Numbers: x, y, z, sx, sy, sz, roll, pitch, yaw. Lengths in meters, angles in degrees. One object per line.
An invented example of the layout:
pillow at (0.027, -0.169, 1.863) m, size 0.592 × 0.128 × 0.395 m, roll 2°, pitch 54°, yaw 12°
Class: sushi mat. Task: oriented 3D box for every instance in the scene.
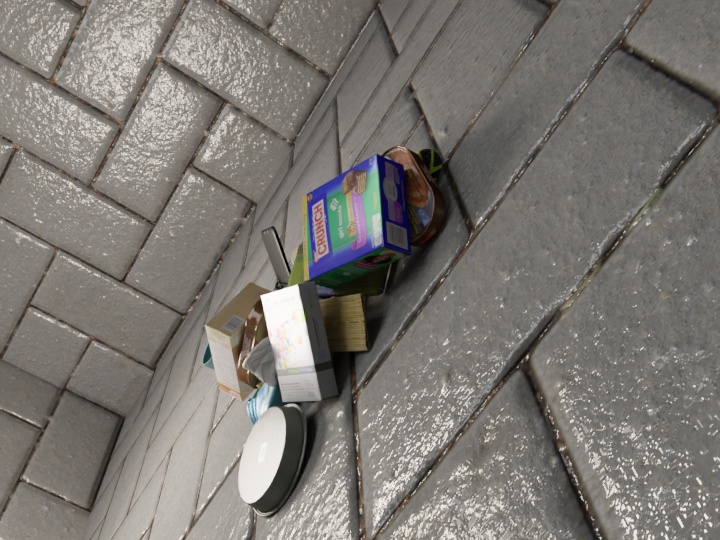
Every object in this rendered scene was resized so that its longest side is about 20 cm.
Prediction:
sushi mat at (-0.045, 0.097, 1.446) m, size 0.199 × 0.012 × 0.098 m, roll -11°, pitch 83°, yaw 56°

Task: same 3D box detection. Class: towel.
towel at (-0.036, -0.003, 1.514) m, size 0.196 × 0.023 × 0.145 m, roll -5°, pitch 47°, yaw 19°

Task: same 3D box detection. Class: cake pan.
cake pan at (-0.160, 0.330, 1.443) m, size 0.200 × 0.036 × 0.203 m, roll -43°, pitch 34°, yaw 39°

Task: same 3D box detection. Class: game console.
game console at (-0.123, -0.010, 1.677) m, size 0.200 × 0.173 × 0.119 m, roll -178°, pitch 101°, yaw -77°

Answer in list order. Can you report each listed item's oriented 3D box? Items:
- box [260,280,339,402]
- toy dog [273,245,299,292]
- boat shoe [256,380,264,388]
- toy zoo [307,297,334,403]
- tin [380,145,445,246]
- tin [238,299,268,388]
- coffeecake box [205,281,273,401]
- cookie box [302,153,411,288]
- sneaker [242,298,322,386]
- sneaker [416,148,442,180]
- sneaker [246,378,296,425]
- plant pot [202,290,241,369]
box at (-0.110, 0.130, 1.449) m, size 0.155 × 0.041 × 0.204 m, roll -15°, pitch 85°, yaw 57°
toy dog at (-0.145, 0.035, 1.854) m, size 0.095 × 0.132 × 0.201 m, roll 4°, pitch 54°, yaw 48°
boat shoe at (-0.146, 0.168, 1.700) m, size 0.203 × 0.063 × 0.073 m, roll -63°, pitch 16°, yaw -5°
toy zoo at (-0.082, 0.157, 1.554) m, size 0.131 × 0.020 × 0.203 m, roll -40°, pitch 35°, yaw 55°
tin at (0.080, -0.129, 1.410) m, size 0.112 × 0.042 × 0.202 m, roll -44°, pitch 49°, yaw 25°
tin at (-0.203, 0.149, 1.696) m, size 0.112 × 0.041 × 0.203 m, roll -25°, pitch -48°, yaw -60°
coffeecake box at (-0.247, 0.155, 1.760) m, size 0.154 × 0.072 × 0.202 m, roll -47°, pitch -33°, yaw -39°
cookie box at (-0.012, -0.080, 1.413) m, size 0.198 × 0.075 × 0.174 m, roll -24°, pitch 60°, yaw 41°
sneaker at (-0.129, 0.140, 1.561) m, size 0.200 × 0.099 × 0.078 m, roll -46°, pitch 0°, yaw -9°
sneaker at (0.084, -0.132, 1.513) m, size 0.201 × 0.075 × 0.076 m, roll -53°, pitch 4°, yaw 1°
sneaker at (-0.170, 0.226, 1.632) m, size 0.130 × 0.079 × 0.202 m, roll -29°, pitch 33°, yaw 50°
plant pot at (-0.281, 0.170, 1.992) m, size 0.201 × 0.134 × 0.201 m, roll -53°, pitch 18°, yaw 25°
